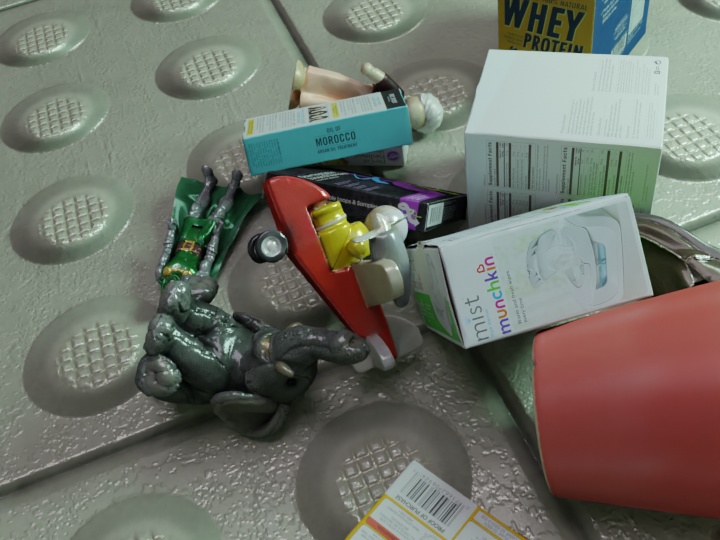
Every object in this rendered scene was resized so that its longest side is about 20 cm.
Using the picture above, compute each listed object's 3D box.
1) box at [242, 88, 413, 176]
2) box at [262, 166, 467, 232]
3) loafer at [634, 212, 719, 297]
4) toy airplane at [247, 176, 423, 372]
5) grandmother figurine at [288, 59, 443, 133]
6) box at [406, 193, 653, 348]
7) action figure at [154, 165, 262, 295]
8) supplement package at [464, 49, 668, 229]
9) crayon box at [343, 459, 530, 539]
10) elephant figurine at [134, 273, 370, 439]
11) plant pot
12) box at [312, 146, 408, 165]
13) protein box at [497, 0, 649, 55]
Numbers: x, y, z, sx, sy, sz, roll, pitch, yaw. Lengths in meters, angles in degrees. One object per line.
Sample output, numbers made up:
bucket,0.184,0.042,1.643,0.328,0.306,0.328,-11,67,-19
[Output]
box,-0.041,-0.169,1.031,0.198,0.050,0.082,-11,27,1
box,0.008,-0.086,0.972,0.198,0.036,0.143,12,13,22
loafer,0.320,0.004,0.860,0.199,0.073,0.071,24,55,29
toy airplane,0.000,0.000,0.839,0.141,0.200,0.200,-43,54,-11
grandmother figurine,0.009,-0.215,1.094,0.198,0.121,0.061,10,71,-7
box,0.147,-0.004,0.811,0.175,0.098,0.200,-16,3,-5
action figure,-0.194,-0.039,1.012,0.117,0.055,0.201,6,54,12
supplement package,0.229,-0.138,0.953,0.198,0.151,0.153,7,50,16
crayon box,0.030,0.269,0.689,0.125,0.052,0.200,29,58,31
elephant figurine,-0.106,0.094,0.823,0.198,0.155,0.143,17,94,-5
plant pot,0.242,0.113,0.709,0.176,0.201,0.202,-8,46,18
box,-0.038,-0.163,1.101,0.198,0.042,0.039,2,48,11
protein box,0.285,-0.364,1.115,0.134,0.201,0.199,23,56,28
